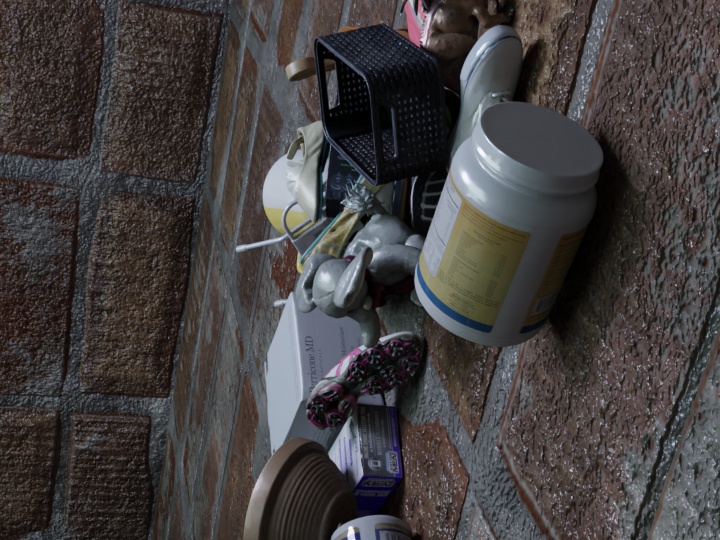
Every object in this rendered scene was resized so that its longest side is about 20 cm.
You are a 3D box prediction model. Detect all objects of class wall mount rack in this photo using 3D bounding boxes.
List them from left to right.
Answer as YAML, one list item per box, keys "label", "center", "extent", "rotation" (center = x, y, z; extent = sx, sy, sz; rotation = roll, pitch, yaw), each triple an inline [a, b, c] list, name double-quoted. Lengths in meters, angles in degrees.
- label: "wall mount rack"
  center: [-0.083, -0.022, 1.817]
  extent: [0.201, 0.173, 0.075]
  rotation: [57, -179, -27]

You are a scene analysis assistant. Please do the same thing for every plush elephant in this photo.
- label: "plush elephant"
  center: [0.012, 0.014, 1.441]
  extent: [0.155, 0.200, 0.164]
  rotation: [-48, 16, -14]

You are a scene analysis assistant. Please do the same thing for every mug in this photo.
- label: "mug"
  center: [-0.056, -0.099, 1.916]
  extent: [0.153, 0.148, 0.188]
  rotation: [16, 133, 65]

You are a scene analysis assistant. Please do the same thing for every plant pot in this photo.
- label: "plant pot"
  center: [-0.065, 0.332, 1.582]
  extent: [0.201, 0.092, 0.204]
  rotation: [-36, -49, -55]

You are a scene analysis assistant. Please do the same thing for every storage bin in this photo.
- label: "storage bin"
  center: [0.022, -0.200, 1.414]
  extent: [0.200, 0.093, 0.137]
  rotation: [-131, 31, -57]

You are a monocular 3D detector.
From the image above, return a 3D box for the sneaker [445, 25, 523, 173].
- label: "sneaker"
  center: [0.148, -0.173, 1.332]
  extent: [0.071, 0.072, 0.202]
  rotation: [57, 147, 41]

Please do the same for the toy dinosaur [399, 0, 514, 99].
- label: "toy dinosaur"
  center: [0.100, -0.286, 1.385]
  extent: [0.086, 0.134, 0.203]
  rotation: [-165, 80, -73]

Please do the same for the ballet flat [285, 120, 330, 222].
- label: "ballet flat"
  center: [-0.079, -0.145, 1.739]
  extent: [0.201, 0.069, 0.070]
  rotation: [-85, 11, -46]

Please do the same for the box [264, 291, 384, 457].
- label: "box"
  center: [-0.061, 0.173, 1.812]
  extent: [0.201, 0.129, 0.201]
  rotation: [114, 155, -48]

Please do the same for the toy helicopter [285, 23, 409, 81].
- label: "toy helicopter"
  center: [-0.012, -0.305, 1.687]
  extent: [0.132, 0.198, 0.080]
  rotation: [-24, 85, 67]

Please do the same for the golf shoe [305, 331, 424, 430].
- label: "golf shoe"
  center: [0.006, 0.132, 1.611]
  extent: [0.199, 0.073, 0.092]
  rotation: [-35, 19, 27]

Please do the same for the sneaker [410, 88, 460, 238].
- label: "sneaker"
  center: [0.095, -0.122, 1.497]
  extent: [0.081, 0.073, 0.203]
  rotation: [115, 162, -72]

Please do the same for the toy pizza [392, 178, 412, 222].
- label: "toy pizza"
  center: [0.062, -0.139, 1.618]
  extent: [0.200, 0.031, 0.203]
  rotation: [-173, 90, -89]

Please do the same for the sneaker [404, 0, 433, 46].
- label: "sneaker"
  center: [0.081, -0.341, 1.581]
  extent: [0.201, 0.073, 0.088]
  rotation: [-103, 23, -47]

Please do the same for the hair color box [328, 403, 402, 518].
- label: "hair color box"
  center: [-0.001, 0.285, 1.694]
  extent: [0.201, 0.064, 0.111]
  rotation: [115, 156, -53]

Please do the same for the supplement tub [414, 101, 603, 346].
- label: "supplement tub"
  center: [0.143, -0.044, 1.150]
  extent: [0.146, 0.143, 0.202]
  rotation: [-105, 26, -50]

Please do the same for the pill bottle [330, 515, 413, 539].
- label: "pill bottle"
  center: [0.025, 0.418, 1.475]
  extent: [0.112, 0.109, 0.202]
  rotation: [112, 157, -45]

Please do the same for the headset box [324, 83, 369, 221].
- label: "headset box"
  center: [0.002, -0.167, 1.684]
  extent: [0.174, 0.091, 0.203]
  rotation: [102, 175, -83]

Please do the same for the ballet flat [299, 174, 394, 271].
- label: "ballet flat"
  center: [0.001, -0.066, 1.531]
  extent: [0.201, 0.070, 0.071]
  rotation: [-55, 19, 0]

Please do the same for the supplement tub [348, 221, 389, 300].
- label: "supplement tub"
  center: [0.000, 0.000, 1.657]
  extent: [0.200, 0.105, 0.109]
  rotation: [82, -169, -80]
